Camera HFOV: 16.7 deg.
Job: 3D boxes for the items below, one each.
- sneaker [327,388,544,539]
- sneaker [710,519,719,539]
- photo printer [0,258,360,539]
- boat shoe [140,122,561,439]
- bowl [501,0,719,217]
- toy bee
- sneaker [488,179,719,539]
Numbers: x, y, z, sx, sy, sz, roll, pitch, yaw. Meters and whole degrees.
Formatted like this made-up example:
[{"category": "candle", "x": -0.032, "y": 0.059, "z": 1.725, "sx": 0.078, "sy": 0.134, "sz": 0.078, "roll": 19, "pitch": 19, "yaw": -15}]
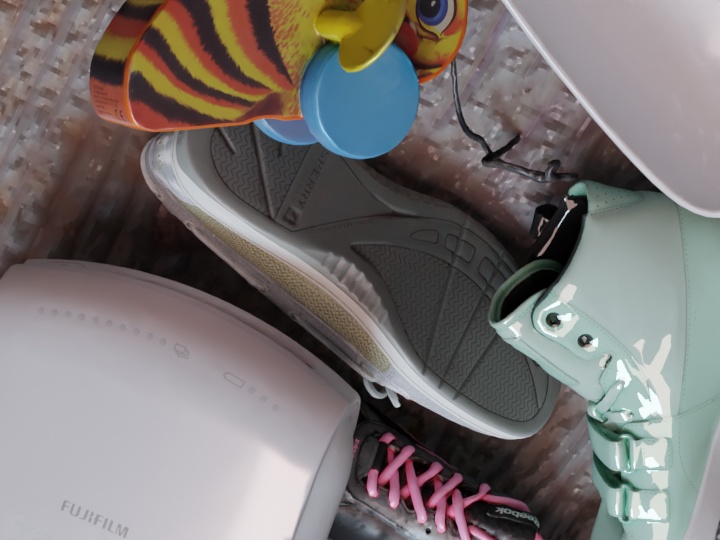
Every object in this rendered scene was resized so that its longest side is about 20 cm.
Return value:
[{"category": "sneaker", "x": 0.031, "y": 0.104, "z": 1.054, "sx": 0.095, "sy": 0.079, "sz": 0.200, "roll": -17, "pitch": 129, "yaw": 45}, {"category": "sneaker", "x": 0.218, "y": 0.058, "z": 0.972, "sx": 0.079, "sy": 0.078, "sz": 0.200, "roll": 28, "pitch": 131, "yaw": -3}, {"category": "photo printer", "x": -0.098, "y": 0.102, "z": 0.992, "sx": 0.166, "sy": 0.069, "sz": 0.200, "roll": 22, "pitch": 101, "yaw": 10}, {"category": "boat shoe", "x": -0.001, "y": 0.001, "z": 1.021, "sx": 0.202, "sy": 0.074, "sz": 0.065, "roll": 35, "pitch": 154, "yaw": -18}, {"category": "bowl", "x": 0.153, "y": -0.143, "z": 0.912, "sx": 0.200, "sy": 0.075, "sz": 0.200, "roll": -32, "pitch": 113, "yaw": 22}, {"category": "toy bee", "x": -0.007, "y": -0.098, "z": 0.949, "sx": 0.131, "sy": 0.200, "sz": 0.109, "roll": 11, "pitch": 96, "yaw": 38}, {"category": "sneaker", "x": 0.095, "y": 0.058, "z": 1.014, "sx": 0.118, "sy": 0.074, "sz": 0.201, "roll": 15, "pitch": 100, "yaw": -15}]
